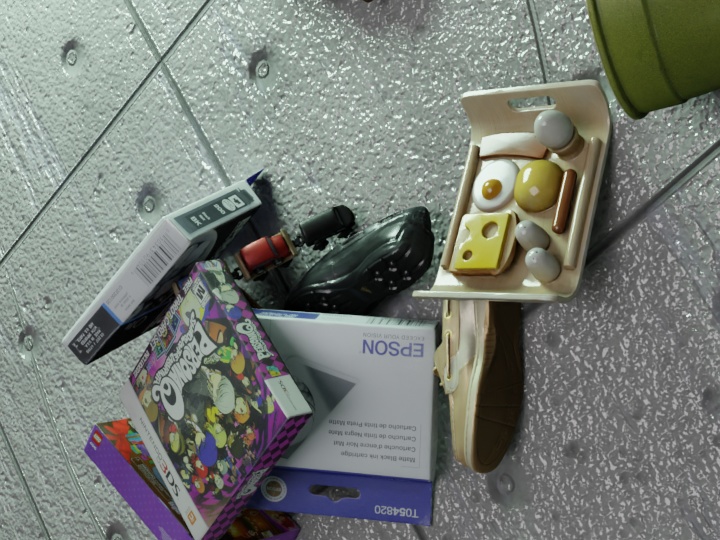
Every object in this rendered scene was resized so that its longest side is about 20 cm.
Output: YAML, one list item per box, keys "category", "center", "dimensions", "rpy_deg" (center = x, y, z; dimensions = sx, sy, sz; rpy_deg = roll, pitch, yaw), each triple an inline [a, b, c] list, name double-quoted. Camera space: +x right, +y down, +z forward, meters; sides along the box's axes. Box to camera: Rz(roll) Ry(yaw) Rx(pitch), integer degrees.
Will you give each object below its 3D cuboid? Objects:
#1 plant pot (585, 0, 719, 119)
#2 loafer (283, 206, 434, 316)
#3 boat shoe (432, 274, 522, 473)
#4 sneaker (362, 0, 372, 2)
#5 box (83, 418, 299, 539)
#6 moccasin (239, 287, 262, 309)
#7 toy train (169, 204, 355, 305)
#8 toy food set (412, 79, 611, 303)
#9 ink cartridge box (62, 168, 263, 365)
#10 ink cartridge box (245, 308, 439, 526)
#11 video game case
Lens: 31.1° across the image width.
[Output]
- category: "plant pot"
  center: [0.280, -0.227, 0.949]
  dimensions: [0.191, 0.200, 0.203]
  rpy_deg: [-8, 86, 26]
- category: "loafer"
  center: [0.000, 0.000, 1.244]
  dimensions: [0.200, 0.068, 0.071]
  rpy_deg: [-31, 33, 44]
- category: "boat shoe"
  center: [0.101, 0.078, 1.158]
  dimensions: [0.069, 0.073, 0.202]
  rpy_deg: [0, 81, 41]
- category: "sneaker"
  center: [-0.060, -0.309, 1.277]
  dimensions: [0.199, 0.070, 0.076]
  rpy_deg: [13, 100, 38]
- category: "box"
  center: [-0.174, 0.225, 1.332]
  dimensions: [0.200, 0.136, 0.039]
  rpy_deg: [41, 115, 30]
- category: "moccasin"
  center: [-0.080, 0.088, 1.279]
  dimensions: [0.202, 0.073, 0.078]
  rpy_deg: [48, 134, 15]
- category: "toy train"
  center: [-0.095, -0.012, 1.255]
  dimensions: [0.199, 0.046, 0.034]
  rpy_deg: [-27, 78, -6]
- category: "toy food set"
  center: [0.126, -0.065, 1.103]
  dimensions: [0.142, 0.060, 0.202]
  rpy_deg: [0, 65, 38]
- category: "ink cartridge box"
  center: [-0.186, -0.006, 1.315]
  dimensions: [0.043, 0.200, 0.198]
  rpy_deg: [46, 120, 4]
- category: "ink cartridge box"
  center: [-0.026, 0.142, 1.214]
  dimensions: [0.197, 0.041, 0.202]
  rpy_deg: [3, 100, 11]
- category: "video game case"
  center: [-0.141, 0.124, 1.206]
  dimensions: [0.182, 0.036, 0.200]
  rpy_deg: [56, 130, 26]
